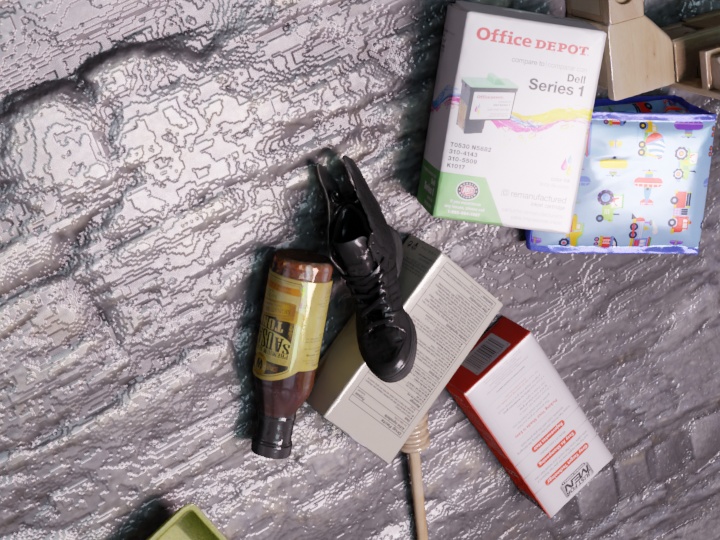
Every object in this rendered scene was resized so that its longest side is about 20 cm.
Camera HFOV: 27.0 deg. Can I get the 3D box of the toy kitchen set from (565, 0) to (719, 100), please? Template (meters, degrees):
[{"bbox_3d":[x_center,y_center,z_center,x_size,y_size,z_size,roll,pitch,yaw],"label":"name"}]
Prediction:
[{"bbox_3d":[0.330,-0.273,1.491,0.198,0.163,0.183,-17,113,-22],"label":"toy kitchen set"}]

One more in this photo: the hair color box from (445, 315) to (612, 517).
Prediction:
[{"bbox_3d":[0.179,0.158,1.609,0.101,0.061,0.201,-41,118,-10],"label":"hair color box"}]

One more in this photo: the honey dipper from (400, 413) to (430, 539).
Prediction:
[{"bbox_3d":[0.059,0.232,1.588,0.038,0.038,0.202,-15,116,-22],"label":"honey dipper"}]

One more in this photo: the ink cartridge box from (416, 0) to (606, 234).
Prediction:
[{"bbox_3d":[0.145,-0.149,1.461,0.143,0.084,0.203,6,103,-10],"label":"ink cartridge box"}]

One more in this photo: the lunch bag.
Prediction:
[{"bbox_3d":[0.255,-0.097,1.561,0.197,0.094,0.152,-3,110,-17],"label":"lunch bag"}]

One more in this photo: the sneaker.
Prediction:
[{"bbox_3d":[0.003,-0.001,1.425,0.059,0.202,0.104,-16,151,21],"label":"sneaker"}]

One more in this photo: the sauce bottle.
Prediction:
[{"bbox_3d":[-0.070,0.083,1.453,0.065,0.066,0.203,3,102,-28],"label":"sauce bottle"}]

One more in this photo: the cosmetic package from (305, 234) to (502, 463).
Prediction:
[{"bbox_3d":[0.039,0.079,1.505,0.105,0.071,0.201,40,86,-31],"label":"cosmetic package"}]

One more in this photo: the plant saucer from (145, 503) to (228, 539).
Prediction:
[{"bbox_3d":[-0.191,0.350,1.486,0.199,0.048,0.201,-42,119,-10],"label":"plant saucer"}]
